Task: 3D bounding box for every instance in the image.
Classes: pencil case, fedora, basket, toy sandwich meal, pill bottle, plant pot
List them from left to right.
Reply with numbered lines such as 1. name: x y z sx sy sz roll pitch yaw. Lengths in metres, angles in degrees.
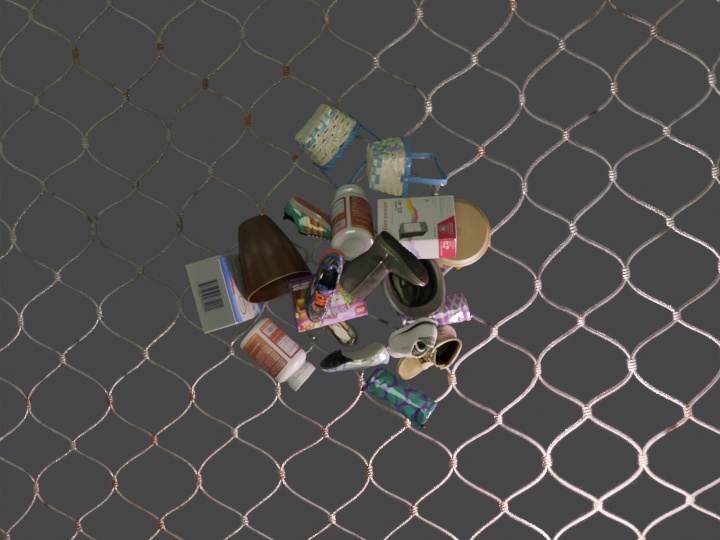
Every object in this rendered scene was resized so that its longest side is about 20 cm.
1. plant pot: -0.255 -0.041 1.668 0.186 0.187 0.201 -27 76 5
2. pill bottle: -0.225 0.234 1.694 0.200 0.112 0.112 42 95 2
3. basket: -0.059 -0.340 1.651 0.200 0.139 0.177 40 92 -25
4. pill bottle: -0.023 -0.131 1.615 0.111 0.201 0.113 -2 137 -2
5. pencil case: 0.107 0.349 1.685 0.199 0.085 0.093 34 118 3
6. basket: 0.117 -0.270 1.605 0.198 0.177 0.140 4 120 -11
7. fedora: 0.128 0.034 1.632 0.176 0.090 0.201 -21 82 -18
8. pencil case: 0.201 0.124 1.673 0.199 0.084 0.086 -15 129 7
9. toy sandwich meal: 0.254 -0.094 1.669 0.203 0.070 0.207 0 81 2

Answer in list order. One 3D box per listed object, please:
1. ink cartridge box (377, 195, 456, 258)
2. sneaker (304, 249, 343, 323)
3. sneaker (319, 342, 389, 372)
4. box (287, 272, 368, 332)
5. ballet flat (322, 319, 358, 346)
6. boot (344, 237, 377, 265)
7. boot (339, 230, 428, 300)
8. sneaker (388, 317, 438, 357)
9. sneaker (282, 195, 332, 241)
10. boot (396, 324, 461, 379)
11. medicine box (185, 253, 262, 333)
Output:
1. ink cartridge box: 0.144 -0.110 1.578 0.198 0.086 0.148 -2 57 5
2. sneaker: -0.096 0.046 1.543 0.075 0.079 0.201 13 113 -8
3. sneaker: -0.016 0.254 1.704 0.199 0.072 0.073 -14 123 13
4. box: -0.085 0.072 1.631 0.199 0.039 0.138 -14 109 -15
5. ballet flat: -0.082 0.134 1.701 0.200 0.072 0.072 45 95 2
6. boot: 0.000 0.000 1.690 0.199 0.075 0.108 -31 94 4
7. boot: 0.050 0.017 1.532 0.182 0.073 0.200 47 123 6
8. sneaker: 0.131 0.196 1.617 0.076 0.200 0.081 16 56 -21
9. sneaker: -0.124 -0.123 1.701 0.199 0.071 0.080 35 114 -3
10. boot: 0.182 0.234 1.637 0.200 0.155 0.073 -38 96 4
11. medicine box: -0.363 0.055 1.654 0.102 0.200 0.184 -15 91 11
